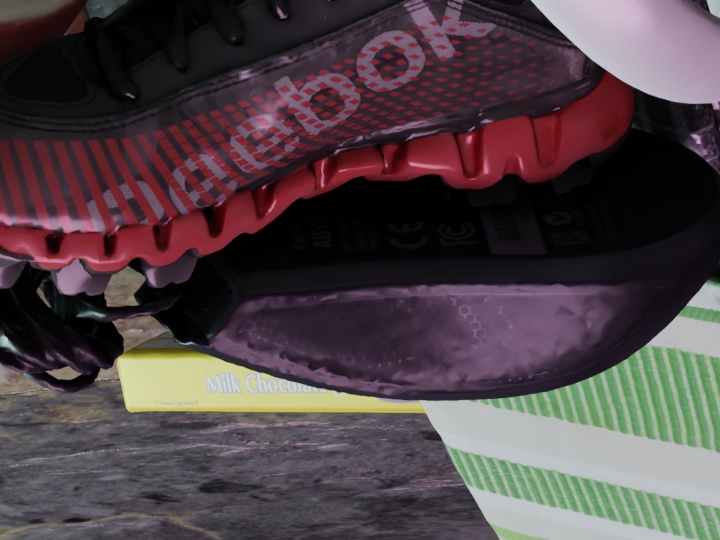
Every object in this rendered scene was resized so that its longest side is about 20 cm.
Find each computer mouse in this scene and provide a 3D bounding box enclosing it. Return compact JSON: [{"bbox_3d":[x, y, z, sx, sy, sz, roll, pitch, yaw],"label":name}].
[{"bbox_3d":[0.000,0.000,0.734,0.199,0.139,0.053,-1,119,0],"label":"computer mouse"}]

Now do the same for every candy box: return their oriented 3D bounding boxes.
[{"bbox_3d":[0.022,0.026,0.985,0.199,0.027,0.102,-1,-168,33],"label":"candy box"}]

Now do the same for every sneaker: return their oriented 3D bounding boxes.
[{"bbox_3d":[-0.024,-0.057,0.681,0.200,0.071,0.098,-13,128,-18],"label":"sneaker"}]

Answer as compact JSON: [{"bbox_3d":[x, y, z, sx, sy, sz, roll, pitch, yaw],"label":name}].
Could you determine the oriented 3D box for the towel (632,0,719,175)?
[{"bbox_3d":[0.062,-0.050,0.832,0.165,0.086,0.200,14,146,31],"label":"towel"}]

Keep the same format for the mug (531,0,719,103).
[{"bbox_3d":[0.040,-0.126,0.591,0.147,0.201,0.175,-30,156,27],"label":"mug"}]

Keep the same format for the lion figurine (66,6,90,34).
[{"bbox_3d":[-0.144,-0.041,0.946,0.199,0.123,0.072,2,161,-14],"label":"lion figurine"}]

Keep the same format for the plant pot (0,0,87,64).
[{"bbox_3d":[-0.167,-0.084,0.736,0.200,0.201,0.177,13,146,-38],"label":"plant pot"}]

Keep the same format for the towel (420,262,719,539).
[{"bbox_3d":[0.085,0.056,0.859,0.152,0.023,0.200,9,143,37],"label":"towel"}]
